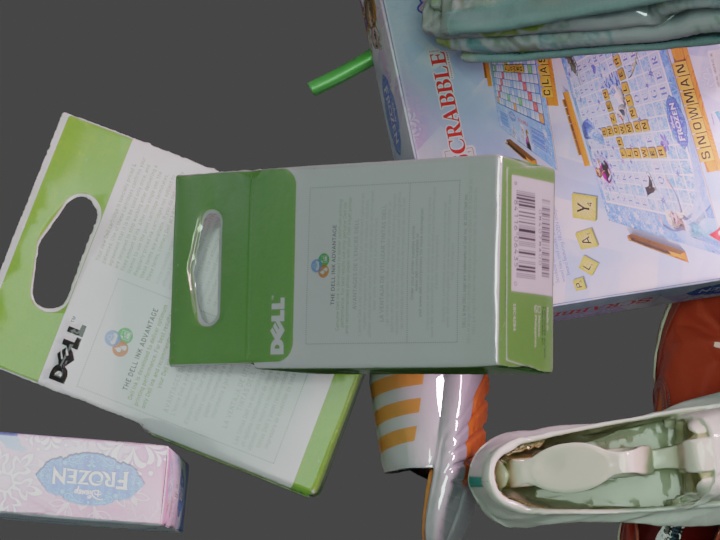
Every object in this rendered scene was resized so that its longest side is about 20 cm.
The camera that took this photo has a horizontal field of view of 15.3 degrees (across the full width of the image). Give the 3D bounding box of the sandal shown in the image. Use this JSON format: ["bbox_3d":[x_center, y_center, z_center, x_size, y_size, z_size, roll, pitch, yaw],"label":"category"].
[{"bbox_3d":[0.037,0.052,1.453,0.059,0.079,0.208,2,73,13],"label":"sandal"}]

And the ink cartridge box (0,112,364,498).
[{"bbox_3d":[-0.090,0.018,1.453,0.199,0.076,0.149,21,85,3],"label":"ink cartridge box"}]

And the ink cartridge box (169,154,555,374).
[{"bbox_3d":[0.000,0.000,1.368,0.199,0.059,0.105,-2,84,32],"label":"ink cartridge box"}]

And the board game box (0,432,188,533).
[{"bbox_3d":[-0.192,0.105,1.380,0.198,0.199,0.044,5,84,-1],"label":"board game box"}]

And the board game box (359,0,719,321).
[{"bbox_3d":[0.115,-0.076,1.438,0.198,0.041,0.202,-8,76,-14],"label":"board game box"}]

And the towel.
[{"bbox_3d":[0.137,-0.190,1.379,0.199,0.048,0.172,-2,57,27],"label":"towel"}]

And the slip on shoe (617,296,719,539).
[{"bbox_3d":[0.187,0.081,1.456,0.074,0.061,0.201,17,83,3],"label":"slip on shoe"}]

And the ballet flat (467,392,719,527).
[{"bbox_3d":[0.154,0.101,1.393,0.198,0.069,0.070,-8,85,4],"label":"ballet flat"}]

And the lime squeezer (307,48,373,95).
[{"bbox_3d":[0.047,-0.173,1.490,0.070,0.038,0.201,29,86,1],"label":"lime squeezer"}]
